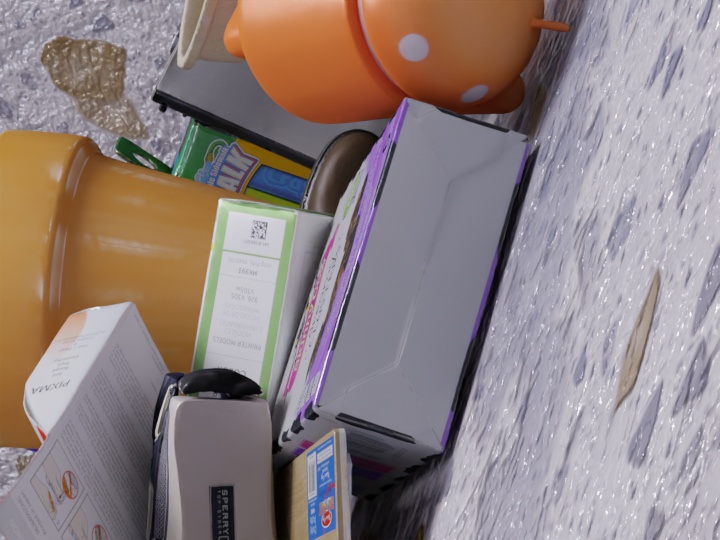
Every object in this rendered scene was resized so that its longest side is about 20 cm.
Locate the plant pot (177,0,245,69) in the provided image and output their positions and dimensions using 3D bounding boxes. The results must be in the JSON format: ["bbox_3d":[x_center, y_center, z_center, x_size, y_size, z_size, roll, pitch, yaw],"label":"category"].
[{"bbox_3d":[0.003,-0.196,1.461,0.200,0.183,0.201,-166,90,-81],"label":"plant pot"}]

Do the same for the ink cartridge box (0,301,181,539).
[{"bbox_3d":[-0.143,0.138,1.354,0.162,0.050,0.200,65,-149,-25],"label":"ink cartridge box"}]

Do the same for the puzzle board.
[{"bbox_3d":[-0.021,0.168,1.252,0.200,0.017,0.151,133,137,-74],"label":"puzzle board"}]

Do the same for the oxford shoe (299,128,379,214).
[{"bbox_3d":[0.000,0.000,1.526,0.084,0.073,0.200,130,146,-66],"label":"oxford shoe"}]

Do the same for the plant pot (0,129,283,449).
[{"bbox_3d":[-0.138,0.017,1.539,0.200,0.183,0.200,4,-90,-84],"label":"plant pot"}]

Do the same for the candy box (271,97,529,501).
[{"bbox_3d":[0.014,0.022,1.294,0.200,0.071,0.168,128,159,-74],"label":"candy box"}]

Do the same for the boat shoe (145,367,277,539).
[{"bbox_3d":[-0.081,0.147,1.338,0.093,0.075,0.200,-145,59,-77],"label":"boat shoe"}]

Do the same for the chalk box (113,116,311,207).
[{"bbox_3d":[-0.090,-0.049,1.817,0.125,0.200,0.124,-95,24,-76],"label":"chalk box"}]

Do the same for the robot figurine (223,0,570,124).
[{"bbox_3d":[0.013,-0.138,1.290,0.200,0.117,0.144,-2,107,49],"label":"robot figurine"}]

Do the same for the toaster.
[{"bbox_3d":[-0.024,-0.146,1.661,0.181,0.200,0.119,-66,0,-66],"label":"toaster"}]

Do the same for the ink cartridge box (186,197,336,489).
[{"bbox_3d":[-0.048,0.063,1.428,0.104,0.059,0.200,9,-90,-61],"label":"ink cartridge box"}]

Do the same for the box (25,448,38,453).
[{"bbox_3d":[-0.129,0.097,1.741,0.184,0.200,0.105,-148,77,-84],"label":"box"}]
